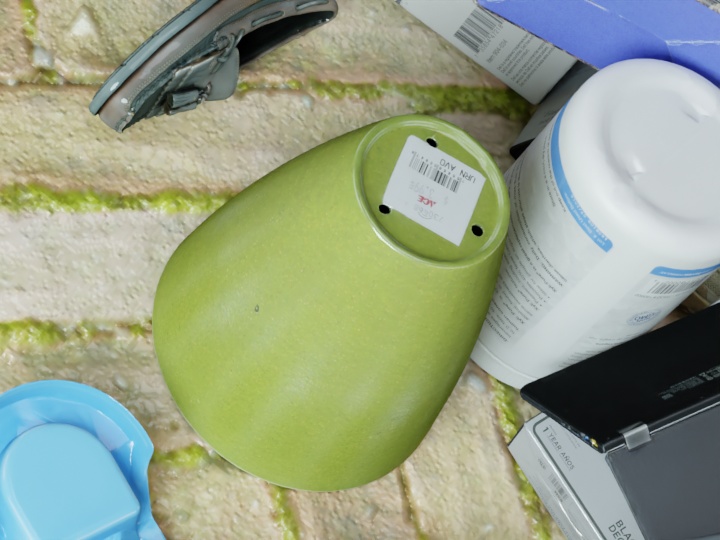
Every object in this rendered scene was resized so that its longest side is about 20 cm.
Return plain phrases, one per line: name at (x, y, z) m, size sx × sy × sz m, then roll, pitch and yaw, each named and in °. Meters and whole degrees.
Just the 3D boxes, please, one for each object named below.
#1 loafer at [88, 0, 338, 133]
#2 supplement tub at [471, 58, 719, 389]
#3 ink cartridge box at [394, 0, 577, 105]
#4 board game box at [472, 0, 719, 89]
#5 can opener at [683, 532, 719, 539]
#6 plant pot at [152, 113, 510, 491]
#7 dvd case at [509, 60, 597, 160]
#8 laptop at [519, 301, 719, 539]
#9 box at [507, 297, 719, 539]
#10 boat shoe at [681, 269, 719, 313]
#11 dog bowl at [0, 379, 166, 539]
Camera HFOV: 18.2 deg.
loafer at (-0.083, -0.139, 1.385) m, size 0.063 × 0.072 × 0.200 m, roll 47°, pitch 53°, yaw -3°
supplement tub at (0.142, -0.023, 1.345) m, size 0.131 × 0.200 × 0.133 m, roll 11°, pitch 60°, yaw -20°
ink cartridge box at (0.080, -0.224, 1.457) m, size 0.199 × 0.146 × 0.084 m, roll 36°, pitch 55°, yaw -4°
board game box at (0.176, -0.222, 1.352) m, size 0.159 × 0.097 × 0.201 m, roll 27°, pitch 56°, yaw -11°
can opener at (0.196, 0.146, 1.174) m, size 0.198 × 0.054 × 0.067 m, roll -9°, pitch 40°, yaw -8°
plant pot at (0.000, 0.000, 1.267) m, size 0.186 × 0.200 × 0.188 m, roll 11°, pitch 60°, yaw -19°
dvd case at (0.191, -0.153, 1.475) m, size 0.018 × 0.142 × 0.200 m, roll 49°, pitch 53°, yaw -18°
laptop at (0.220, 0.105, 1.265) m, size 0.186 × 0.200 × 0.117 m, roll -21°, pitch 107°, yaw -13°
box at (0.203, 0.096, 1.360) m, size 0.199 × 0.060 × 0.117 m, roll -32°, pitch 79°, yaw -15°
boat shoe at (0.233, -0.006, 1.464) m, size 0.200 × 0.064 × 0.072 m, roll 43°, pitch 46°, yaw -19°
dog bowl at (-0.144, 0.157, 1.208) m, size 0.111 × 0.050 × 0.201 m, roll -24°, pitch 76°, yaw -33°
